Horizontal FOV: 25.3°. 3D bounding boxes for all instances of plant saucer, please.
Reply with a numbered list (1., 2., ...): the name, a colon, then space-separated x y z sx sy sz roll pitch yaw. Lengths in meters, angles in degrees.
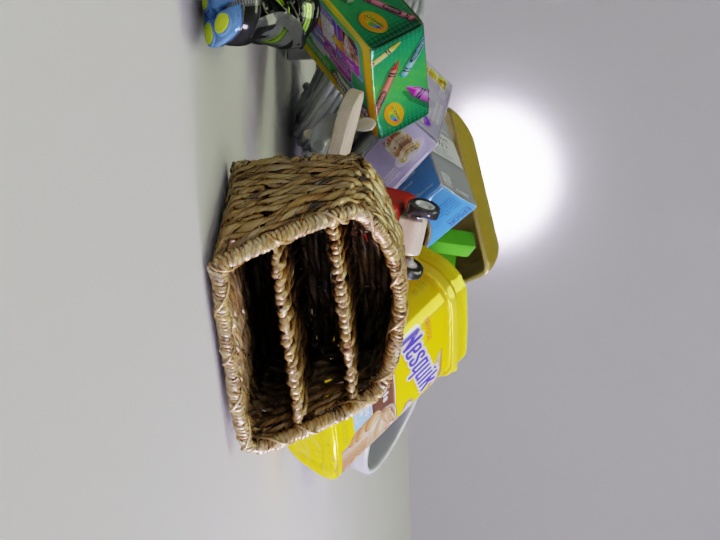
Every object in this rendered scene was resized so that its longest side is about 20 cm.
1. plant saucer: 0.095 -0.073 1.927 0.200 0.048 0.202 -26 -106 57

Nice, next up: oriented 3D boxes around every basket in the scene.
1. basket: -0.033 0.028 1.258 0.150 0.141 0.202 -85 173 -55

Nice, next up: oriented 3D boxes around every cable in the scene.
1. cable: -0.004 -0.206 1.651 0.200 0.069 0.201 -54 -168 39

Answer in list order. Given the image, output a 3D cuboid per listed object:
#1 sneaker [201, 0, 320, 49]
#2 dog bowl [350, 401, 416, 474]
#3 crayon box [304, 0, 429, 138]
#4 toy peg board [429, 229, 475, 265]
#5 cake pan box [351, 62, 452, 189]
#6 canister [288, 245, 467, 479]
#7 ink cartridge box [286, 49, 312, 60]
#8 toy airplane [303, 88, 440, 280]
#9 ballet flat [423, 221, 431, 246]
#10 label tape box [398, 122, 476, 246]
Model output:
1. sneaker: -0.072 -0.199 1.181 0.200 0.082 0.072 -51 139 -82
2. dog bowl: 0.015 0.118 1.772 0.201 0.078 0.201 -60 165 -28
3. crayon box: -0.015 -0.231 1.459 0.201 0.058 0.119 53 -17 31
4. toy peg board: 0.048 -0.057 1.898 0.200 0.097 0.201 129 -39 -50
5. cake pan box: 0.009 -0.107 1.636 0.200 0.052 0.185 -46 -171 24
6. canister: 0.012 0.090 1.562 0.200 0.086 0.149 -42 147 -30
7. ink cartridge box: -0.058 -0.322 1.605 0.094 0.044 0.202 -87 174 -56
8. toy airplane: -0.038 -0.038 1.428 0.201 0.140 0.200 -52 150 -15
9. ballet flat: 0.000 0.000 1.612 0.200 0.068 0.067 -42 177 -32
10. label tape box: 0.035 -0.110 1.765 0.066 0.143 0.201 27 35 -38
